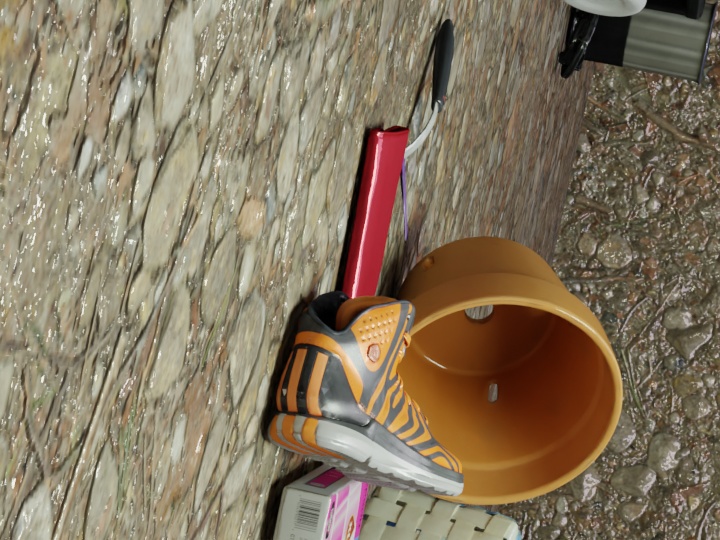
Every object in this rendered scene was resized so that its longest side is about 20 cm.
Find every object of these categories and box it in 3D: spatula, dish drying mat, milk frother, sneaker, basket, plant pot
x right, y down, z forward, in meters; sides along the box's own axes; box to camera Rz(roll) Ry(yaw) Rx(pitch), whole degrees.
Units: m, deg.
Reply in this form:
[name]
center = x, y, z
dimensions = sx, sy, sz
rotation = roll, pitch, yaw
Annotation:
[spatula]
center = 0.048, -0.112, 1.571
dimensions = 0.057, 0.020, 0.200
rotation = 86, 18, -56
[dish drying mat]
center = 0.000, 0.000, 1.435
dimensions = 0.077, 0.018, 0.201
rotation = -31, 133, -77
[milk frother]
center = 0.369, -0.306, 2.779
dimensions = 0.181, 0.187, 0.201
rotation = 85, 20, -60
[sneaker]
center = 0.019, 0.077, 1.326
dimensions = 0.200, 0.077, 0.112
rotation = 34, 65, -58
[basket]
center = 0.066, 0.273, 1.711
dimensions = 0.200, 0.176, 0.139
rotation = 89, 25, -45
[plant pot]
center = 0.099, 0.067, 1.659
dimensions = 0.140, 0.199, 0.201
rotation = -96, -170, -57

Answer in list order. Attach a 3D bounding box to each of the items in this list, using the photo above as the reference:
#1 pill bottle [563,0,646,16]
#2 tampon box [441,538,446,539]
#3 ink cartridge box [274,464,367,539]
[pill bottle]
center = 0.303, -0.411, 2.469
dimensions = 0.112, 0.112, 0.201
rotation = 64, 38, -76
[tampon box]
center = 0.151, 0.394, 2.315
dimensions = 0.126, 0.199, 0.150
rotation = 88, 16, -56
[ink cartridge box]
center = -0.027, 0.184, 1.416
dimensions = 0.200, 0.037, 0.095
rotation = -10, 112, -82
